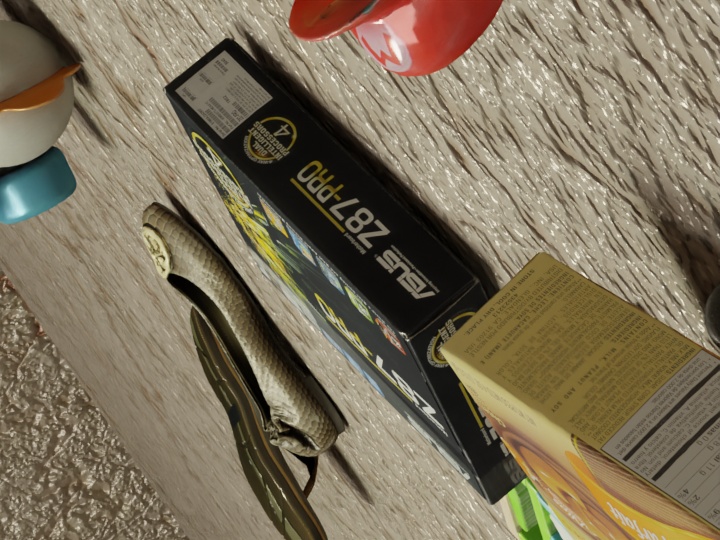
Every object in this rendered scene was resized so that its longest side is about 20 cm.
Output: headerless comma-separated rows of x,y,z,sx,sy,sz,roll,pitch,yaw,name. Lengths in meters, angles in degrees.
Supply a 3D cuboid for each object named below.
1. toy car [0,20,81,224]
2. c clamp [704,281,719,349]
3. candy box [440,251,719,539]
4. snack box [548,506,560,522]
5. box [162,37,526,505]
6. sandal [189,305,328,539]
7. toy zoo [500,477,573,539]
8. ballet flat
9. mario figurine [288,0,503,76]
-0.260,-0.105,1.875,0.200,0.177,0.185,-1,115,62,toy car
0.143,0.056,0.963,0.171,0.027,0.200,50,170,14,c clamp
0.120,0.080,0.930,0.200,0.055,0.115,33,163,52,candy box
0.148,0.135,1.188,0.200,0.037,0.116,47,169,26,snack box
0.000,0.000,1.355,0.200,0.049,0.161,45,171,34,box
-0.062,0.109,2.039,0.200,0.055,0.082,65,166,7,sandal
0.134,0.165,1.409,0.200,0.020,0.131,47,169,27,toy zoo
-0.086,0.042,1.898,0.200,0.046,0.067,53,169,-5,ballet flat
-0.026,-0.139,0.794,0.200,0.106,0.124,63,-159,-19,mario figurine
